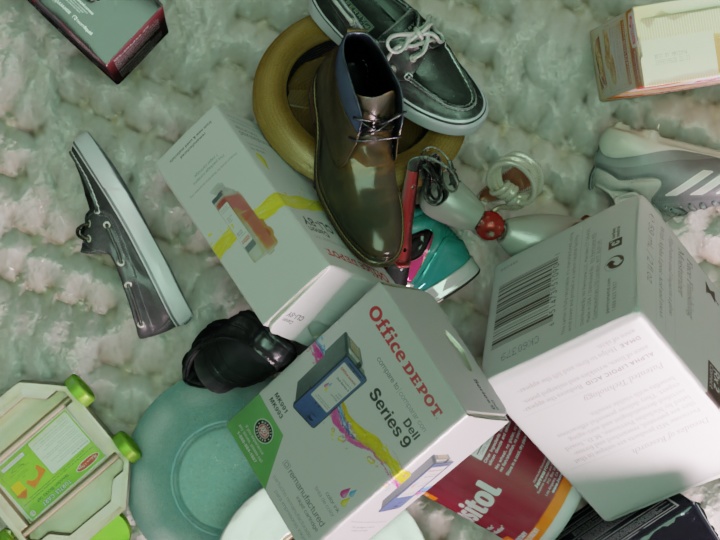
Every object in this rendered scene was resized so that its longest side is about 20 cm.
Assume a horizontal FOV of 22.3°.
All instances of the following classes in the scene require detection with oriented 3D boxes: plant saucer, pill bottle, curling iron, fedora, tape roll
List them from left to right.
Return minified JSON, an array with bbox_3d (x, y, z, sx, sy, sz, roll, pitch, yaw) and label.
[{"bbox_3d":[-0.123,0.193,1.713,0.200,0.039,0.202,0,91,-3],"label":"plant saucer"},{"bbox_3d":[-0.033,0.282,1.648,0.201,0.071,0.203,0,80,0],"label":"tape roll"},{"bbox_3d":[-0.005,-0.144,1.677,0.200,0.082,0.201,5,68,-11],"label":"fedora"},{"bbox_3d":[0.045,-0.013,1.633,0.049,0.026,0.201,17,107,5],"label":"curling iron"},{"bbox_3d":[0.104,0.169,1.690,0.199,0.113,0.113,29,90,-3],"label":"pill bottle"}]

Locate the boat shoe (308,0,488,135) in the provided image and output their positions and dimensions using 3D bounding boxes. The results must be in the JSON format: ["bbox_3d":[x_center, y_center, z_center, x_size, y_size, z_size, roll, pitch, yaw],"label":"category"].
[{"bbox_3d":[0.038,-0.203,1.625,0.074,0.068,0.199,-40,81,-23],"label":"boat shoe"}]

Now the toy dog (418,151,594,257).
[{"bbox_3d":[0.155,-0.049,1.693,0.132,0.097,0.200,-29,120,31],"label":"toy dog"}]

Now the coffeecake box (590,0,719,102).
[{"bbox_3d":[0.303,-0.204,1.647,0.153,0.200,0.073,-9,92,-3],"label":"coffeecake box"}]

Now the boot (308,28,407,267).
[{"bbox_3d":[0.001,-0.108,1.563,0.074,0.097,0.201,-10,69,-16],"label":"boot"}]

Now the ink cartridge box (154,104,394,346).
[{"bbox_3d":[-0.070,-0.034,1.611,0.083,0.145,0.200,-42,63,14],"label":"ink cartridge box"}]

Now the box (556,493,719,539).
[{"bbox_3d":[0.230,0.294,1.657,0.200,0.198,0.123,-33,96,-2],"label":"box"}]

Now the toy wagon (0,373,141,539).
[{"bbox_3d":[-0.278,0.200,1.701,0.155,0.040,0.200,-40,93,2],"label":"toy wagon"}]

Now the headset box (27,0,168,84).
[{"bbox_3d":[-0.248,-0.249,1.613,0.149,0.200,0.077,43,88,-4],"label":"headset box"}]

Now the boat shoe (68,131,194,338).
[{"bbox_3d":[-0.227,-0.028,1.691,0.066,0.070,0.201,-28,100,-4],"label":"boat shoe"}]

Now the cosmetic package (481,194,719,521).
[{"bbox_3d":[0.232,0.079,1.613,0.165,0.165,0.200,-28,121,29],"label":"cosmetic package"}]

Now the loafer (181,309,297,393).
[{"bbox_3d":[-0.111,0.080,1.630,0.068,0.200,0.070,44,73,-12],"label":"loafer"}]

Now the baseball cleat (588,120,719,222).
[{"bbox_3d":[0.315,-0.073,1.726,0.199,0.070,0.107,17,97,6],"label":"baseball cleat"}]

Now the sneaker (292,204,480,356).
[{"bbox_3d":[0.000,0.000,1.691,0.200,0.084,0.121,-31,98,-10],"label":"sneaker"}]

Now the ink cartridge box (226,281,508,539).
[{"bbox_3d":[0.005,0.128,1.555,0.200,0.087,0.146,-41,65,19],"label":"ink cartridge box"}]
